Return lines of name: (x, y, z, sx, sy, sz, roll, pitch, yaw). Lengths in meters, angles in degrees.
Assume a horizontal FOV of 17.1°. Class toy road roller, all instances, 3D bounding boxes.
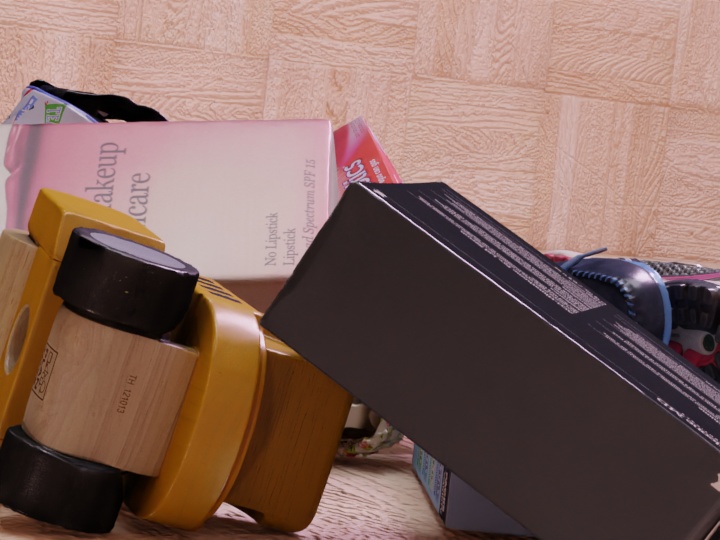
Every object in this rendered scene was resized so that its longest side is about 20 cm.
toy road roller: (-0.090, 0.050, 1.067, 0.145, 0.123, 0.200, 18, 4, -21)

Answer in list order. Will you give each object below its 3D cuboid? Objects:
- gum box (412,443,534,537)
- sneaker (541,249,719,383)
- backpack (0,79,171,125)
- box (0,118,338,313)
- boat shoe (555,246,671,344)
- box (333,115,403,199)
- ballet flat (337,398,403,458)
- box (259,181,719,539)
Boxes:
gum box: (0.117, 0.099, 1.184, 0.169, 0.045, 0.200, 6, 3, -4)
sneaker: (0.159, 0.033, 1.267, 0.074, 0.081, 0.200, -8, 12, -35)
backpack: (-0.173, -0.033, 1.593, 0.191, 0.154, 0.200, 47, -14, -16)
box: (-0.110, 0.002, 1.227, 0.199, 0.109, 0.128, -1, 43, 0)
boat shoe: (0.079, 0.038, 1.253, 0.068, 0.085, 0.200, 0, -11, -34)
box: (0.000, 0.000, 1.441, 0.094, 0.103, 0.200, -31, 24, 4)
ballet flat: (-0.067, 0.060, 1.282, 0.199, 0.076, 0.064, 4, 12, 6)
box: (0.074, 0.048, 1.011, 0.200, 0.079, 0.141, 37, 9, 13)
